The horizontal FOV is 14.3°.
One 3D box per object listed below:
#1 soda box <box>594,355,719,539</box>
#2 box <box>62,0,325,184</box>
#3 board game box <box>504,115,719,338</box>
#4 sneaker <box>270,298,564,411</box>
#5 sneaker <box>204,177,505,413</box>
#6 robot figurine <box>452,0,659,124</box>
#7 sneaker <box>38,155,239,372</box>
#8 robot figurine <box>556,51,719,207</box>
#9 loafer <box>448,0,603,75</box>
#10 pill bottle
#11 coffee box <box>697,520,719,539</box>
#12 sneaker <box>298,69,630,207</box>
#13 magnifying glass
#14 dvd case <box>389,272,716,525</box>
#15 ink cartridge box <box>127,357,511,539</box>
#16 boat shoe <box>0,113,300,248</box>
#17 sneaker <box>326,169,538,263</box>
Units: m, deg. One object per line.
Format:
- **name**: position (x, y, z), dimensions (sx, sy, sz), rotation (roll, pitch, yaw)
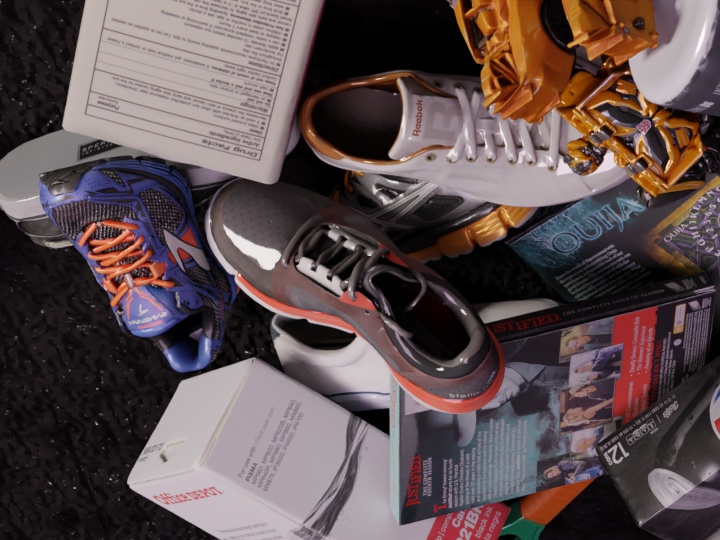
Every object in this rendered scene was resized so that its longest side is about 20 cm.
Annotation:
- **soda box**: position (0.243, 0.081, 1.718), dimensions (0.200, 0.063, 0.071), rotation (-38, 147, 15)
- **box**: position (-0.079, -0.167, 1.586), dimensions (0.127, 0.109, 0.200), rotation (15, 132, -3)
- **board game box**: position (0.203, -0.027, 1.706), dimensions (0.200, 0.028, 0.135), rotation (-31, 118, 32)
- **sneaker**: position (0.034, 0.043, 1.765), dimensions (0.199, 0.073, 0.071), rotation (-11, 133, 24)
- **sneaker**: position (0.000, 0.000, 1.627), dimensions (0.200, 0.077, 0.082), rotation (32, 163, 11)
- **robot figurine**: position (0.090, -0.187, 1.486), dimensions (0.058, 0.201, 0.145), rotation (6, 153, -39)
- **sneaker**: position (-0.122, -0.005, 1.660), dimensions (0.075, 0.079, 0.200), rotation (-14, 150, 22)
- **robot figurine**: position (0.181, -0.128, 1.542), dimensions (0.145, 0.058, 0.200), rotation (38, 95, -21)
- **loafer**: position (0.098, -0.145, 1.599), dimensions (0.199, 0.072, 0.063), rotation (23, 138, -15)
- **pill bottle**: position (0.245, -0.121, 1.465), dimensions (0.199, 0.106, 0.106), rotation (8, 134, -19)
- **coffee box**: position (0.251, 0.200, 1.774), dimensions (0.114, 0.200, 0.080), rotation (36, 137, -20)
- **sneaker**: position (0.061, -0.074, 1.608), dimensions (0.199, 0.085, 0.073), rotation (2, 89, 9)
- **magnifying glass**: position (0.101, 0.171, 1.896), dimensions (0.079, 0.022, 0.200), rotation (22, 131, -27)
- **dvd case**: position (0.114, 0.078, 1.728), dimensions (0.199, 0.022, 0.146), rotation (-14, 136, -13)
- **ink cartridge box**: position (-0.029, 0.143, 1.822), dimensions (0.200, 0.084, 0.144), rotation (30, 161, -16)
- **boat shoe**: position (-0.121, -0.060, 1.719), dimensions (0.199, 0.071, 0.064), rotation (-11, 137, 22)
- **sneaker**: position (0.012, -0.038, 1.712), dimensions (0.200, 0.078, 0.077), rotation (-23, 108, 24)
